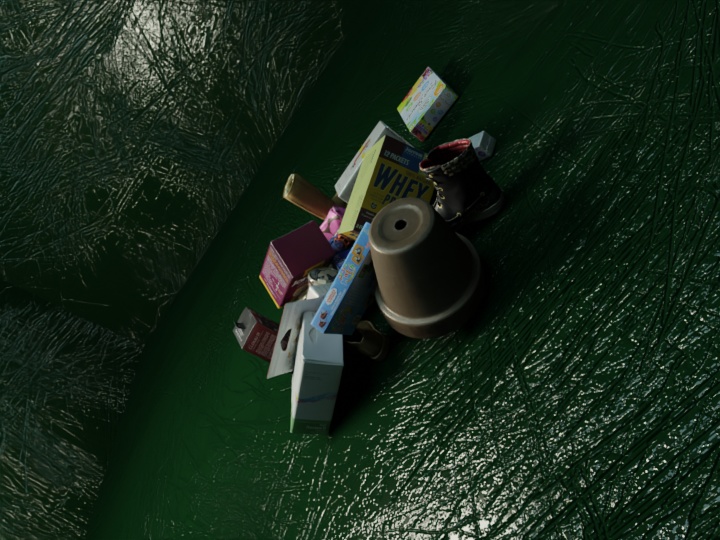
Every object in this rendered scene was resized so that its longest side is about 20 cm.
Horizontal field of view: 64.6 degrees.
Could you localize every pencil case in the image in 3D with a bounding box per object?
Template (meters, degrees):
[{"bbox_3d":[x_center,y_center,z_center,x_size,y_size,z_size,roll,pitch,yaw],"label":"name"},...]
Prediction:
[{"bbox_3d":[-0.094,0.087,1.310,0.090,0.076,0.204,-87,8,-59],"label":"pencil case"},{"bbox_3d":[-0.099,-0.093,1.596,0.201,0.093,0.092,-49,27,22],"label":"pencil case"}]

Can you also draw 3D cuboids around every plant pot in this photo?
[{"bbox_3d":[0.092,-0.018,0.936,0.196,0.175,0.204,-15,49,18],"label":"plant pot"}]

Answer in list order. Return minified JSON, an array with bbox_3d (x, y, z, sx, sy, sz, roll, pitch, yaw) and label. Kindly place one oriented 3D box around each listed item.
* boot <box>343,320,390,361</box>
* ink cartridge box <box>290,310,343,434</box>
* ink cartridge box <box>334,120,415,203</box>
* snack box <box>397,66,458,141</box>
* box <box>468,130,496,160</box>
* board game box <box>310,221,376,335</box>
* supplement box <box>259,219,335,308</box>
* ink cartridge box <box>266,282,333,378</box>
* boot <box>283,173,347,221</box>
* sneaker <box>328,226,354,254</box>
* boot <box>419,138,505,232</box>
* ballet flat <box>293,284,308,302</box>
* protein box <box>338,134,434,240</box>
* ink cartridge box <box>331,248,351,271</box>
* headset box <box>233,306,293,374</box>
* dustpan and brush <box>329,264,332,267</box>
[{"bbox_3d":[-0.011,0.132,1.186,0.075,0.074,0.199,-67,22,-6],"label":"boot"},{"bbox_3d":[-0.090,0.207,1.150,0.147,0.085,0.204,-97,14,-55],"label":"ink cartridge box"},{"bbox_3d":[0.051,-0.236,1.393,0.201,0.144,0.084,-52,23,15],"label":"ink cartridge box"},{"bbox_3d":[0.172,-0.441,1.495,0.143,0.052,0.202,-51,25,22],"label":"snack box"},{"bbox_3d":[0.205,-0.241,1.217,0.199,0.038,0.042,-16,50,58],"label":"box"},{"bbox_3d":[-0.003,0.022,1.040,0.203,0.036,0.151,-62,-19,2],"label":"board game box"},{"bbox_3d":[-0.156,-0.012,1.377,0.129,0.104,0.201,-29,-13,-27],"label":"supplement box"},{"bbox_3d":[-0.118,0.126,1.219,0.044,0.171,0.204,43,127,38],"label":"ink cartridge box"},{"bbox_3d":[-0.121,-0.222,1.653,0.066,0.198,0.177,-41,29,32],"label":"boot"},{"bbox_3d":[-0.039,-0.075,1.460,0.200,0.075,0.079,-49,0,43],"label":"sneaker"},{"bbox_3d":[0.145,-0.137,1.021,0.196,0.151,0.074,-20,41,23],"label":"boot"},{"bbox_3d":[-0.137,0.085,1.432,0.201,0.062,0.077,125,146,-48],"label":"ballet flat"},{"bbox_3d":[0.058,-0.151,1.210,0.200,0.132,0.203,-173,103,-79],"label":"protein box"},{"bbox_3d":[0.000,0.000,1.294,0.092,0.045,0.200,-21,22,-9],"label":"ink cartridge box"},{"bbox_3d":[-0.223,0.173,1.409,0.076,0.198,0.148,-59,24,-2],"label":"headset box"},{"bbox_3d":[-0.050,0.037,1.407,0.199,0.056,0.143,148,132,-62],"label":"dustpan and brush"}]
